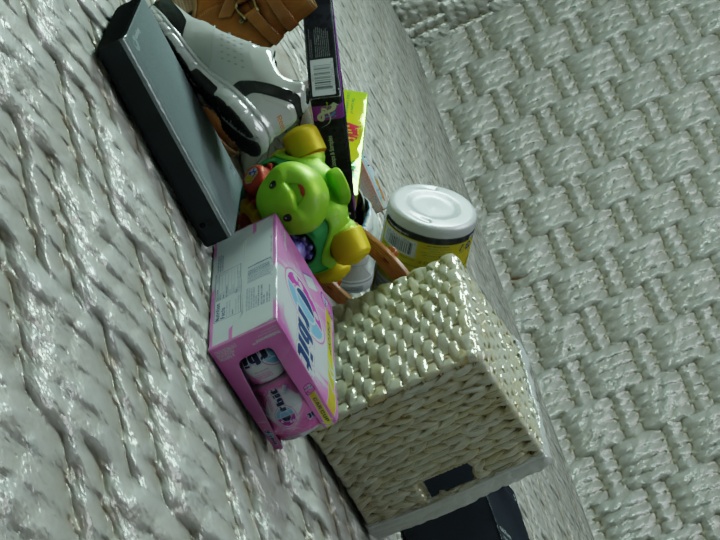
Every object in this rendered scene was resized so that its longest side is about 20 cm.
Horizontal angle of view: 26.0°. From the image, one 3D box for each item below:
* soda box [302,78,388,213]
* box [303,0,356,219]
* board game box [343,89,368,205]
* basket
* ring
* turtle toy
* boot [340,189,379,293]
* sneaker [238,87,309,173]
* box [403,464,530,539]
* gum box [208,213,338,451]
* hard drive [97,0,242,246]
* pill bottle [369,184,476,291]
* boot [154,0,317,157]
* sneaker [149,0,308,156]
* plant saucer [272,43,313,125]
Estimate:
[{"bbox_3d":[-0.034,-0.160,2.067,0.200,0.068,0.064,66,10,-2],"label":"soda box"},{"bbox_3d":[-0.032,-0.165,1.610,0.200,0.036,0.143,81,3,-54],"label":"box"},{"bbox_3d":[-0.025,-0.110,1.786,0.200,0.047,0.102,-84,-178,-50],"label":"board game box"},{"bbox_3d":[0.059,0.118,1.536,0.161,0.198,0.200,58,13,-30],"label":"basket"},{"bbox_3d":[0.000,0.000,1.660,0.200,0.019,0.201,34,-24,18],"label":"ring"},{"bbox_3d":[-0.064,-0.058,1.493,0.146,0.101,0.200,65,-19,6],"label":"turtle toy"},{"bbox_3d":[-0.007,-0.065,1.891,0.200,0.073,0.096,-97,-170,-56],"label":"boot"},{"bbox_3d":[-0.089,-0.150,1.651,0.078,0.099,0.200,-95,159,-63],"label":"sneaker"},{"bbox_3d":[0.128,0.315,1.723,0.200,0.104,0.182,52,19,-58],"label":"box"},{"bbox_3d":[-0.074,0.052,1.347,0.114,0.066,0.200,60,12,-27],"label":"gum box"},{"bbox_3d":[-0.167,-0.135,1.387,0.140,0.033,0.200,-92,156,-65],"label":"hard drive"},{"bbox_3d":[0.071,0.004,1.923,0.111,0.111,0.200,-99,-162,-57],"label":"pill bottle"},{"bbox_3d":[-0.110,-0.225,1.544,0.200,0.154,0.074,69,11,16],"label":"boot"},{"bbox_3d":[-0.125,-0.190,1.457,0.200,0.080,0.074,47,-17,24],"label":"sneaker"},{"bbox_3d":[-0.089,-0.193,1.780,0.200,0.037,0.201,159,-90,-83],"label":"plant saucer"}]
